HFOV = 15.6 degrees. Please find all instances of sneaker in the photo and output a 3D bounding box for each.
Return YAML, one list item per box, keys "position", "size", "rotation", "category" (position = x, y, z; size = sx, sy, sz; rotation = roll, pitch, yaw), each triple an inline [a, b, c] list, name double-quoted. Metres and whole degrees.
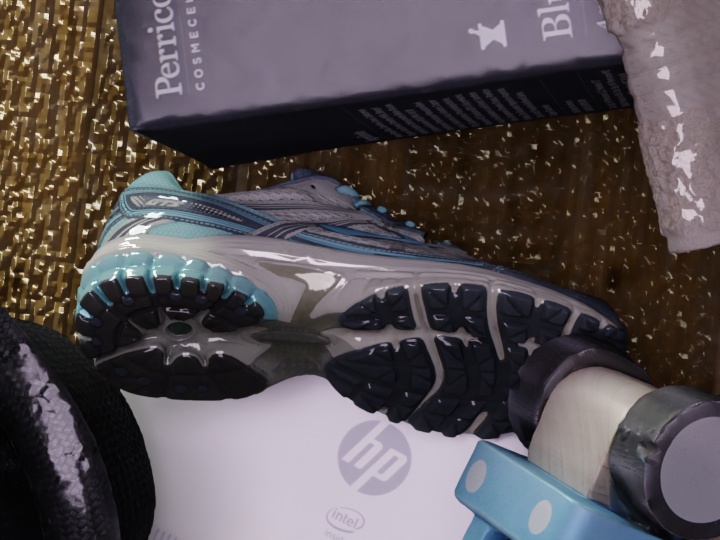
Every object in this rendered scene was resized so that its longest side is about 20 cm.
- position: [0.000, 0.000, 0.958]
  size: [0.200, 0.078, 0.086]
  rotation: [9, 45, -6]
  category: "sneaker"

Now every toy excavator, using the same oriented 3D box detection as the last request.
- position: [0.059, 0.123, 0.885]
  size: [0.194, 0.100, 0.200]
  rotation: [23, 91, -27]
  category: "toy excavator"

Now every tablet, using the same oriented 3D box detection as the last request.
- position: [-0.003, 0.089, 0.985]
  size: [0.200, 0.014, 0.130]
  rotation: [25, 91, 10]
  category: "tablet"

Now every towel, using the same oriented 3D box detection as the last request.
- position: [0.147, -0.093, 0.885]
  size: [0.034, 0.200, 0.133]
  rotation: [-13, 96, 46]
  category: "towel"

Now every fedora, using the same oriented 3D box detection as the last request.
- position: [-0.146, 0.070, 0.960]
  size: [0.201, 0.092, 0.201]
  rotation: [8, 104, 33]
  category: "fedora"

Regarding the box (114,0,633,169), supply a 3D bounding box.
- position: [0.014, -0.151, 0.944]
  size: [0.200, 0.117, 0.197]
  rotation: [-8, 85, 10]
  category: "box"
